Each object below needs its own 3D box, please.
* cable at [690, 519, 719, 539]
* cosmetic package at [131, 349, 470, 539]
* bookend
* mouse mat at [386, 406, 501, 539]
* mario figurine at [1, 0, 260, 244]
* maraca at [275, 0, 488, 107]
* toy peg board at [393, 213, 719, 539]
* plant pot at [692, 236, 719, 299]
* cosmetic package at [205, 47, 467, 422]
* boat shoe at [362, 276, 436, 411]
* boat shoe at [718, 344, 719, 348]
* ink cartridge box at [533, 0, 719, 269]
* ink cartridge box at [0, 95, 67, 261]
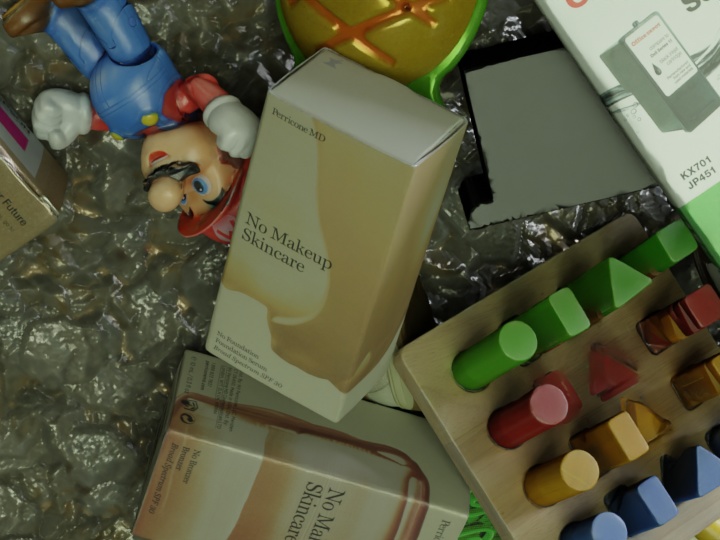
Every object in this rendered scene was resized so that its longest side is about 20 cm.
[{"bbox_3d":[0.180,0.145,1.334,0.097,0.050,0.200,-32,97,42],"label":"cable"},{"bbox_3d":[-0.037,0.138,1.244,0.200,0.087,0.103,15,125,-7],"label":"cosmetic package"},{"bbox_3d":[0.140,-0.149,1.191,0.200,0.092,0.199,-14,104,3],"label":"bookend"},{"bbox_3d":[0.092,0.130,1.298,0.200,0.008,0.161,-32,104,16],"label":"mouse mat"},{"bbox_3d":[-0.133,-0.091,1.159,0.106,0.123,0.200,-42,106,-6],"label":"mario figurine"},{"bbox_3d":[0.009,-0.160,1.153,0.137,0.107,0.200,11,99,20],"label":"maraca"},{"bbox_3d":[0.162,0.080,1.195,0.200,0.098,0.199,-30,84,-23],"label":"toy peg board"},{"bbox_3d":[0.317,-0.027,1.203,0.200,0.187,0.187,-28,111,-2],"label":"plant pot"},{"bbox_3d":[-0.018,-0.019,1.144,0.105,0.071,0.200,27,128,16],"label":"cosmetic package"},{"bbox_3d":[0.000,0.000,1.232,0.066,0.074,0.200,-3,110,25],"label":"boat shoe"},{"bbox_3d":[0.324,0.038,1.294,0.200,0.072,0.068,-33,97,-5],"label":"boat shoe"},{"bbox_3d":[0.208,-0.124,1.100,0.147,0.083,0.200,-35,96,9],"label":"ink cartridge box"},{"bbox_3d":[-0.301,-0.073,1.150,0.165,0.075,0.200,-33,111,12],"label":"ink cartridge box"}]
